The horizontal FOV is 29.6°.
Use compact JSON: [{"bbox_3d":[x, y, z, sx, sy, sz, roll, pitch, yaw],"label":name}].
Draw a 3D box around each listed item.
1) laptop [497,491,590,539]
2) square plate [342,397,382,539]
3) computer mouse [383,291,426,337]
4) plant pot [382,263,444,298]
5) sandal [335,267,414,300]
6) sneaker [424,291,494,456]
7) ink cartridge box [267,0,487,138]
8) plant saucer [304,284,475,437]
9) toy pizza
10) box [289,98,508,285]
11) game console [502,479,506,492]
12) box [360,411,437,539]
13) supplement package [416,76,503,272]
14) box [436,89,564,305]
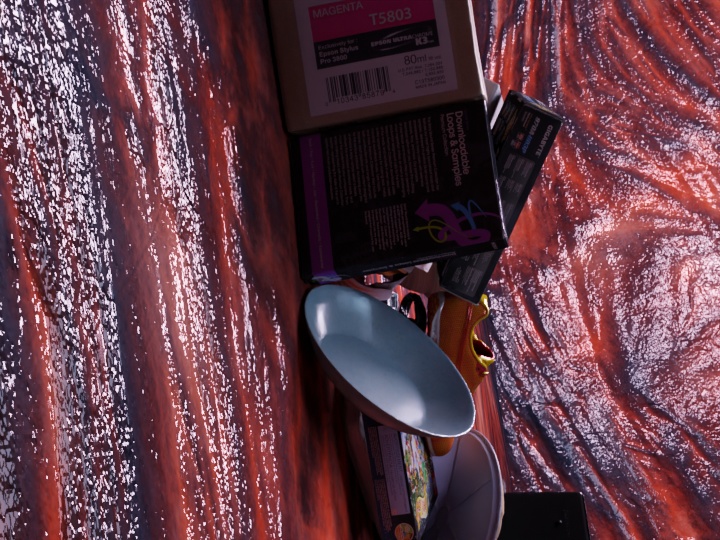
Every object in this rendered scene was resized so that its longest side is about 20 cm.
[{"bbox_3d":[0.151,0.355,1.512,0.115,0.200,0.189,24,44,-27],"label":"laptop"},{"bbox_3d":[0.013,0.171,1.455,0.201,0.028,0.200,-87,165,-53],"label":"square plate"},{"bbox_3d":[0.030,0.048,1.479,0.200,0.034,0.060,-179,-83,-74],"label":"computer mouse"},{"bbox_3d":[0.046,-0.057,1.609,0.201,0.091,0.204,167,-90,-81],"label":"plant pot"},{"bbox_3d":[0.007,0.004,1.457,0.060,0.078,0.207,-63,-178,-5],"label":"sandal"},{"bbox_3d":[0.101,0.115,1.432,0.073,0.076,0.202,-89,-177,-57],"label":"sneaker"},{"bbox_3d":[0.016,-0.228,1.341,0.075,0.197,0.167,9,71,-81],"label":"ink cartridge box"},{"bbox_3d":[0.020,0.096,1.298,0.200,0.039,0.202,31,24,-15],"label":"plant saucer"},{"bbox_3d":[0.102,0.274,1.496,0.200,0.031,0.202,-44,-143,45],"label":"toy pizza"},{"bbox_3d":[0.035,-0.074,1.302,0.036,0.197,0.145,47,34,-67],"label":"box"},{"bbox_3d":[0.110,0.250,1.688,0.201,0.117,0.175,-80,158,-65],"label":"game console"},{"bbox_3d":[0.043,0.191,1.411,0.200,0.037,0.139,-28,108,-80],"label":"box"},{"bbox_3d":[0.058,-0.119,1.463,0.202,0.120,0.120,-64,169,-2],"label":"supplement package"},{"bbox_3d":[0.136,-0.079,1.388,0.159,0.045,0.202,-86,-161,-79],"label":"box"}]
